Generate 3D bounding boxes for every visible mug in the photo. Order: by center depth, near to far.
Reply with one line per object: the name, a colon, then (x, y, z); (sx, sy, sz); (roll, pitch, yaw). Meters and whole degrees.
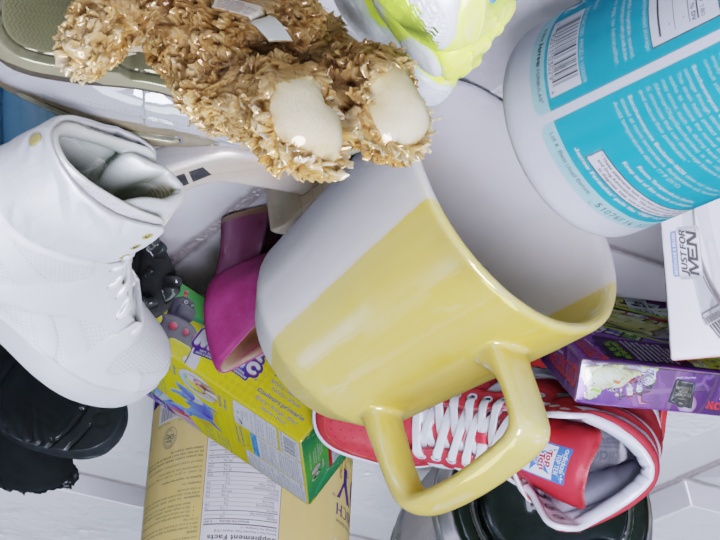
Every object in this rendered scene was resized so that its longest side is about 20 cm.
mug: (0.022, 0.014, 0.982); (0.149, 0.187, 0.153); (43, 122, -16)

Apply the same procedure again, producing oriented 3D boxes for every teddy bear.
teddy bear: (-0.058, -0.091, 0.812); (0.200, 0.145, 0.067); (28, 125, 17)

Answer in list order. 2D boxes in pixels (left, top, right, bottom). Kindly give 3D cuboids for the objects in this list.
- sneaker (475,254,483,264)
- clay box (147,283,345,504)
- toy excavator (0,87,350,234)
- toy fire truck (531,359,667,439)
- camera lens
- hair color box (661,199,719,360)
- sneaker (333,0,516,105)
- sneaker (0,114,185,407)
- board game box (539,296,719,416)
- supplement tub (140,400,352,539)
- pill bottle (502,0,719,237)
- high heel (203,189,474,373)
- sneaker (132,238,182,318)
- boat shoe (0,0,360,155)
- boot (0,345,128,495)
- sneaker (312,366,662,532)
sneaker: (0.037, 0.010, 1.134); (0.075, 0.079, 0.200); (25, 142, -30)
clay box: (-0.101, 0.057, 1.199); (0.200, 0.048, 0.115); (34, 159, 15)
toy excavator: (-0.126, -0.049, 1.021); (0.200, 0.100, 0.194); (-19, 150, 21)
toy fire truck: (0.081, 0.068, 1.220); (0.199, 0.049, 0.141); (8, 178, -10)
camera lens: (0.112, 0.198, 1.415); (0.160, 0.160, 0.200); (8, 154, -11)
hair color box: (0.259, -0.016, 1.005); (0.199, 0.111, 0.064); (-5, 178, 16)
sneaker: (0.050, -0.132, 0.840); (0.076, 0.105, 0.200); (51, 176, -6)
sneaker: (-0.124, -0.002, 0.949); (0.115, 0.074, 0.200); (-24, 145, 19)
board game box: (0.162, 0.046, 1.125); (0.120, 0.032, 0.200); (10, -170, -7)
supplement tub: (-0.079, 0.173, 1.337); (0.145, 0.200, 0.145); (2, 155, 1)
pill bottle: (0.168, -0.094, 0.864); (0.111, 0.111, 0.200); (23, 148, -36)
high heel: (0.000, 0.000, 1.091); (0.200, 0.096, 0.067); (-15, 149, 33)
sneaker: (-0.207, -0.005, 1.131); (0.200, 0.071, 0.098); (13, 152, -15)
boat shoe: (-0.088, -0.097, 0.938); (0.200, 0.075, 0.068); (16, 161, -18)
boot: (-0.230, 0.106, 1.318); (0.198, 0.073, 0.163); (17, 152, 19)
sneaker: (0.070, 0.093, 1.069); (0.199, 0.071, 0.112); (1, -166, 3)
